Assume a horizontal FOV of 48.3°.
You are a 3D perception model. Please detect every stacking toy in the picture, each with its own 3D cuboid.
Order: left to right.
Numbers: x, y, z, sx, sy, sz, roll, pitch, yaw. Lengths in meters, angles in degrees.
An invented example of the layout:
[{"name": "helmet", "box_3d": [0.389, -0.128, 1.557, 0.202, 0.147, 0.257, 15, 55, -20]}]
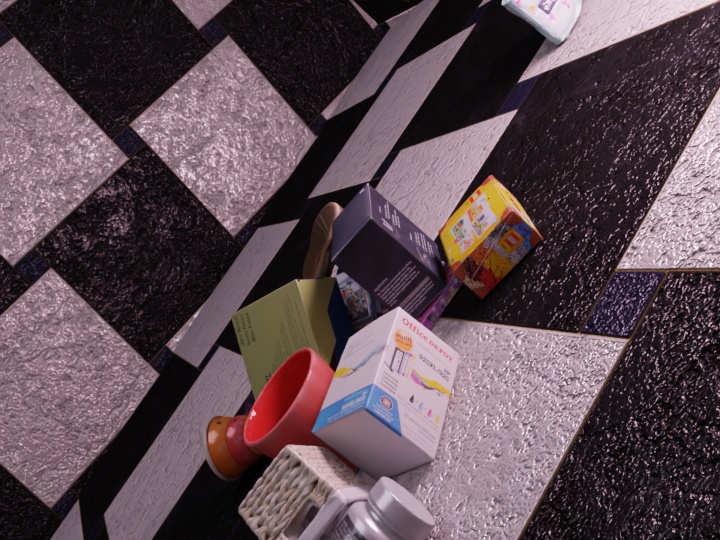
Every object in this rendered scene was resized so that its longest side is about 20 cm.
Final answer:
[{"name": "stacking toy", "box_3d": [-0.234, 0.363, 1.763, 0.197, 0.147, 0.147, -25, 26, 20]}]

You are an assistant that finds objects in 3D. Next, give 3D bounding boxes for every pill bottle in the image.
[{"name": "pill bottle", "box_3d": [0.003, 0.384, 1.066, 0.201, 0.113, 0.113, -52, 17, 1]}]

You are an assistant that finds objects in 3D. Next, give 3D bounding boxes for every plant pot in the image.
[{"name": "plant pot", "box_3d": [-0.079, 0.265, 1.406, 0.201, 0.176, 0.201, -46, 18, 19]}]

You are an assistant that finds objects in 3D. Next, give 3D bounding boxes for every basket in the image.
[{"name": "basket", "box_3d": [-0.072, 0.342, 1.172, 0.136, 0.123, 0.200, -52, -22, -1]}]

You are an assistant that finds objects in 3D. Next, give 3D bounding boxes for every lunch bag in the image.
[{"name": "lunch bag", "box_3d": [0.429, -0.637, 1.885, 0.122, 0.169, 0.202, -43, 18, 49]}]

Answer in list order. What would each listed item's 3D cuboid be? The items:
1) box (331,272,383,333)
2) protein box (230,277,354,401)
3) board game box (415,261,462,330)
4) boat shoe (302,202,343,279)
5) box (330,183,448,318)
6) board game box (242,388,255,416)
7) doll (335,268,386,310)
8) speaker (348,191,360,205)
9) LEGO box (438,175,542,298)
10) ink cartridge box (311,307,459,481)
[{"name": "box", "box_3d": [-0.041, 0.083, 1.710, 0.198, 0.037, 0.139, -24, 66, 37]}, {"name": "protein box", "box_3d": [-0.129, 0.144, 1.637, 0.198, 0.202, 0.134, -27, -14, 33]}, {"name": "board game box", "box_3d": [0.120, 0.073, 1.529, 0.201, 0.032, 0.120, -54, 21, -6]}, {"name": "boat shoe", "box_3d": [-0.066, -0.054, 1.739, 0.072, 0.071, 0.203, 50, 130, 48]}, {"name": "box", "box_3d": [0.051, -0.035, 1.540, 0.117, 0.199, 0.197, -45, 17, 17]}, {"name": "board game box", "box_3d": [-0.206, 0.259, 1.845, 0.167, 0.056, 0.201, -61, -2, -30]}, {"name": "doll", "box_3d": [0.000, 0.000, 1.748, 0.135, 0.048, 0.203, -29, 62, 23]}, {"name": "speaker", "box_3d": [0.059, -0.080, 1.691, 0.081, 0.199, 0.082, -44, 19, 20]}, {"name": "LEGO box", "box_3d": [0.226, -0.065, 1.437, 0.149, 0.077, 0.201, -47, 18, 17]}, {"name": "ink cartridge box", "box_3d": [0.045, 0.195, 1.274, 0.144, 0.147, 0.202, -34, 25, 44]}]
